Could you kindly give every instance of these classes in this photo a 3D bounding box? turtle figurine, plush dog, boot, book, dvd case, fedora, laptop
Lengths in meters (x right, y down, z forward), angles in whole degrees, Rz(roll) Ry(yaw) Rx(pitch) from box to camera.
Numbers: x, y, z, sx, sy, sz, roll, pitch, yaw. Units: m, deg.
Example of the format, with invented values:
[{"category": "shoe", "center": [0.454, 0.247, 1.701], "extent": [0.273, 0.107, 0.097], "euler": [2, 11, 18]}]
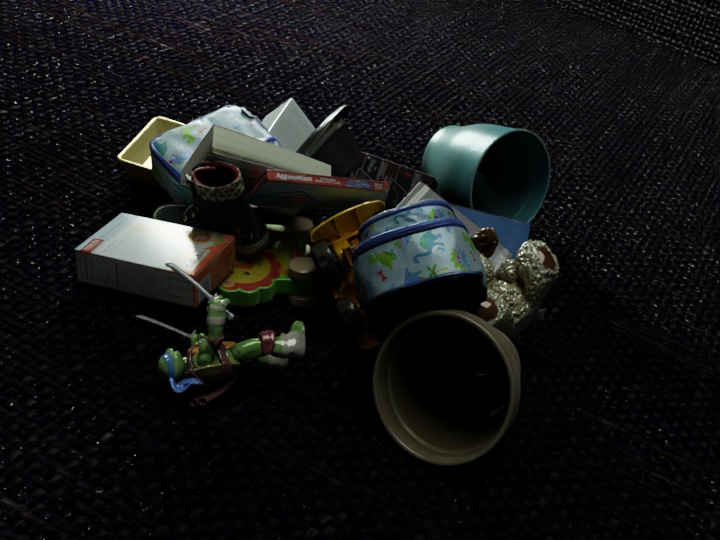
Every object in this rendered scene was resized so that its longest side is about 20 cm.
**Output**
[{"category": "turtle figurine", "center": [-0.182, 0.076, 1.433], "extent": [0.191, 0.145, 0.201], "euler": [2, 37, -28]}, {"category": "plush dog", "center": [0.184, 0.029, 1.644], "extent": [0.199, 0.162, 0.171], "euler": [-37, 60, -26]}, {"category": "boot", "center": [-0.243, -0.105, 1.619], "extent": [0.201, 0.155, 0.074], "euler": [11, 55, 21]}, {"category": "book", "center": [-0.162, -0.147, 1.650], "extent": [0.197, 0.133, 0.049], "euler": [14, 61, -27]}, {"category": "dvd case", "center": [0.130, -0.037, 1.739], "extent": [0.199, 0.016, 0.149], "euler": [39, 63, 10]}, {"category": "fedora", "center": [-0.052, -0.179, 1.767], "extent": [0.091, 0.201, 0.201], "euler": [41, 33, -1]}, {"category": "laptop", "center": [0.181, -0.001, 1.744], "extent": [0.184, 0.117, 0.201], "euler": [13, 31, -3]}]

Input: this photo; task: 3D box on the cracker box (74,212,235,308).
[{"category": "cracker box", "center": [-0.300, -0.017, 1.574], "extent": [0.197, 0.058, 0.134], "euler": [12, 31, 17]}]

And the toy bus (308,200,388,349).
[{"category": "toy bus", "center": [0.000, 0.000, 1.639], "extent": [0.134, 0.202, 0.192], "euler": [-25, 9, -8]}]

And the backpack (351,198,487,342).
[{"category": "backpack", "center": [0.073, -0.008, 1.448], "extent": [0.180, 0.200, 0.149], "euler": [-17, 75, 3]}]

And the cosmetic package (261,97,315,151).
[{"category": "cosmetic package", "center": [-0.145, -0.225, 1.957], "extent": [0.102, 0.071, 0.201], "euler": [52, 26, -16]}]

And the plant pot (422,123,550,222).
[{"category": "plant pot", "center": [0.219, -0.185, 1.998], "extent": [0.198, 0.203, 0.187], "euler": [-9, 24, -35]}]

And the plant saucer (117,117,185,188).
[{"category": "plant saucer", "center": [-0.306, -0.189, 1.889], "extent": [0.197, 0.049, 0.201], "euler": [17, 32, 2]}]

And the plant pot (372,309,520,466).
[{"category": "plant pot", "center": [0.138, 0.143, 1.449], "extent": [0.198, 0.202, 0.173], "euler": [28, 17, 20]}]

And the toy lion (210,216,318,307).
[{"category": "toy lion", "center": [-0.164, -0.011, 1.667], "extent": [0.188, 0.070, 0.201], "euler": [2, 33, -8]}]

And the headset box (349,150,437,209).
[{"category": "headset box", "center": [0.033, -0.159, 1.913], "extent": [0.197, 0.076, 0.149], "euler": [20, 1, 8]}]

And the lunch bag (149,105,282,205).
[{"category": "lunch bag", "center": [-0.235, -0.184, 1.770], "extent": [0.198, 0.083, 0.161], "euler": [-25, 54, -27]}]

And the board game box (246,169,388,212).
[{"category": "board game box", "center": [-0.067, -0.118, 1.631], "extent": [0.197, 0.103, 0.020], "euler": [4, 70, -25]}]

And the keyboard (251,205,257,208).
[{"category": "keyboard", "center": [-0.231, -0.158, 1.819], "extent": [0.056, 0.011, 0.200], "euler": [-15, 44, -41]}]
